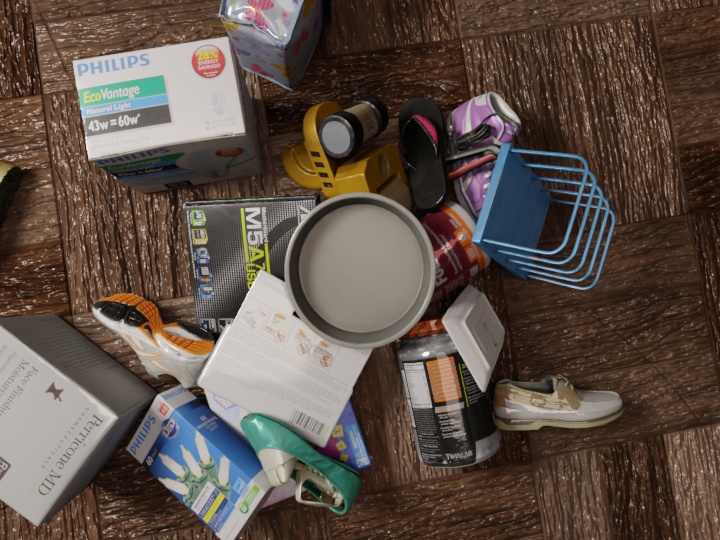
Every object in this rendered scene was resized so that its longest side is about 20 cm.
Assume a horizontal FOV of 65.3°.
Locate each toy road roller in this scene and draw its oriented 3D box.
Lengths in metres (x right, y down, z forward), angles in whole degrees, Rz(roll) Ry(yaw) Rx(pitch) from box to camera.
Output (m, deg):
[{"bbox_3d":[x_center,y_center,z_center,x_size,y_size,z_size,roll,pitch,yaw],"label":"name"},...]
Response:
[{"bbox_3d":[-0.023,-0.144,0.819,0.144,0.123,0.202,-10,112,33],"label":"toy road roller"}]

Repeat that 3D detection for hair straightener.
[{"bbox_3d":[0.141,-0.176,0.814,0.041,0.199,0.078,-11,83,-46],"label":"hair straightener"}]

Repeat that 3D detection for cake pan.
[{"bbox_3d":[0.000,0.000,0.740,0.197,0.037,0.204,0,95,3],"label":"cake pan"}]

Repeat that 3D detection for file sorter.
[{"bbox_3d":[0.264,-0.066,0.780,0.121,0.199,0.141,15,84,37],"label":"file sorter"}]

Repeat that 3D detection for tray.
[{"bbox_3d":[0.169,0.084,0.788,0.022,0.200,0.108,-29,90,24],"label":"tray"}]

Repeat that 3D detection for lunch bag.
[{"bbox_3d":[-0.101,-0.391,0.801,0.125,0.170,0.203,21,85,-1],"label":"lunch bag"}]

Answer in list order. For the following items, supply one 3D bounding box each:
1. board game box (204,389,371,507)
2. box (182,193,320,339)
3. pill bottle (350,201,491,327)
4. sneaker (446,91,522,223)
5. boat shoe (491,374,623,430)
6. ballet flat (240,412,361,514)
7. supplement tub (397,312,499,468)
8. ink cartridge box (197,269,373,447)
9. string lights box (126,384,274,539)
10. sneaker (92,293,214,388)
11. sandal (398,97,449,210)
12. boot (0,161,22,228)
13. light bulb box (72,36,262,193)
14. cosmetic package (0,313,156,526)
[{"bbox_3d":[-0.107,0.223,0.831,0.197,0.041,0.203,-20,88,-5],"label":"board game box"},{"bbox_3d":[-0.145,-0.004,0.801,0.190,0.048,0.203,0,103,8],"label":"box"},{"bbox_3d":[0.080,-0.002,0.820,0.199,0.114,0.115,-34,90,-5],"label":"pill bottle"},{"bbox_3d":[0.194,-0.161,0.832,0.072,0.114,0.204,-14,89,-34],"label":"sneaker"},{"bbox_3d":[0.298,0.194,0.846,0.196,0.075,0.070,-5,93,-4],"label":"boat shoe"},{"bbox_3d":[-0.082,0.267,0.754,0.199,0.067,0.071,37,40,-17],"label":"ballet flat"},{"bbox_3d":[0.123,0.167,0.811,0.121,0.123,0.203,-11,88,-5],"label":"supplement tub"},{"bbox_3d":[-0.098,0.122,0.782,0.198,0.044,0.175,30,83,-12],"label":"ink cartridge box"},{"bbox_3d":[-0.217,0.266,0.780,0.199,0.059,0.103,37,104,12],"label":"string lights box"},{"bbox_3d":[-0.305,0.106,0.806,0.198,0.076,0.093,24,117,15],"label":"sneaker"},{"bbox_3d":[0.088,-0.182,0.819,0.045,0.075,0.203,24,49,-42],"label":"sandal"},{"bbox_3d":[-0.617,-0.115,0.805,0.197,0.066,0.177,22,73,-4],"label":"boot"},{"bbox_3d":[-0.246,-0.200,0.765,0.195,0.200,0.127,-11,87,-4],"label":"light bulb box"},{"bbox_3d":[-0.418,0.185,0.748,0.199,0.165,0.166,37,86,-2],"label":"cosmetic package"}]
